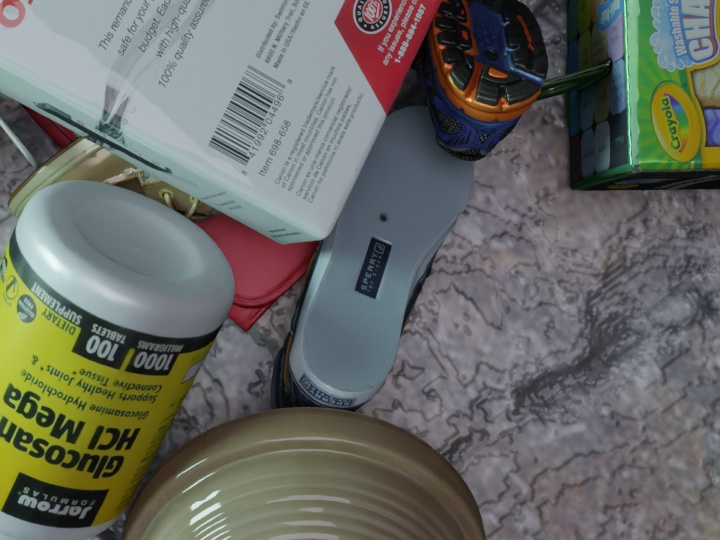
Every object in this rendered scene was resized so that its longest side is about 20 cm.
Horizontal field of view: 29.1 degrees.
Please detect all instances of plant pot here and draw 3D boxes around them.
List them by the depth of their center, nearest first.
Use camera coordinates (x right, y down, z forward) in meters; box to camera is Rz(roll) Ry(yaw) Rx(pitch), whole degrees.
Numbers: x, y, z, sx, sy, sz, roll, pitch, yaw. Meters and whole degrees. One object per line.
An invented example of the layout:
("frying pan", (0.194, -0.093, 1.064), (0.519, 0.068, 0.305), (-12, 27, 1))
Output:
("plant pot", (-0.029, 0.178, 0.714), (0.200, 0.093, 0.202), (-1, 117, -2))

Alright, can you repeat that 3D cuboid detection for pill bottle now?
("pill bottle", (-0.152, 0.065, 0.711), (0.112, 0.113, 0.200), (27, 113, -4))

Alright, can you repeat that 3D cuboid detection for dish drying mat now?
("dish drying mat", (-0.109, -0.061, 0.795), (0.077, 0.018, 0.200), (-45, 93, -7))

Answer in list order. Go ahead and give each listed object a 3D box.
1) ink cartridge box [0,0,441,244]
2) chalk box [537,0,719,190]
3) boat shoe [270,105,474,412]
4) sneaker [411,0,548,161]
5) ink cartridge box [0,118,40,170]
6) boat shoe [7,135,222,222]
("ink cartridge box", (-0.082, -0.122, 0.680), (0.199, 0.084, 0.145), (29, 80, -16))
("chalk box", (0.183, -0.110, 0.776), (0.199, 0.125, 0.125), (0, 88, -7))
("boat shoe", (0.000, 0.000, 0.784), (0.071, 0.091, 0.201), (27, 58, -5))
("sneaker", (0.052, -0.145, 0.766), (0.075, 0.079, 0.201), (8, 52, -10))
("ink cartridge box", (-0.259, -0.105, 0.731), (0.067, 0.116, 0.200), (-45, 92, -7))
("boat shoe", (-0.091, -0.061, 0.752), (0.199, 0.074, 0.067), (-28, 88, -7))
